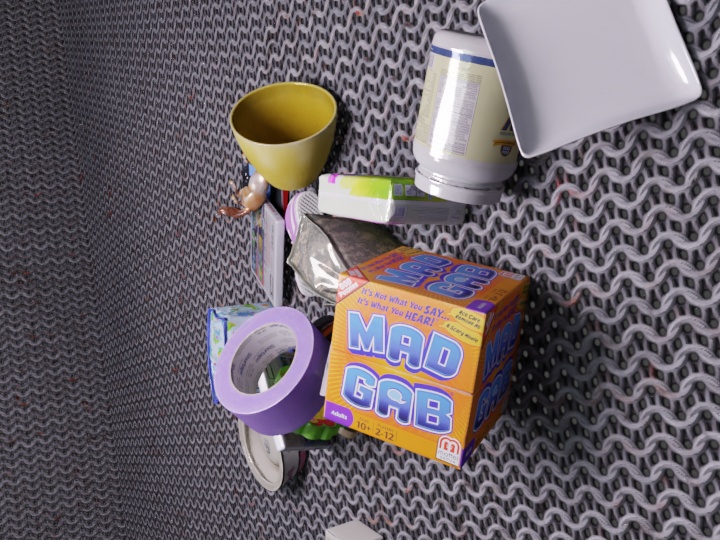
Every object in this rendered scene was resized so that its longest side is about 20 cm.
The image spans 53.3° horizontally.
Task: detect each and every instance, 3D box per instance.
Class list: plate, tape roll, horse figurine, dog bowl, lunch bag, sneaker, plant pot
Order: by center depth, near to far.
[{"bbox_3d":[0.251,-0.245,0.807,0.196,0.032,0.204,-18,76,15],"label":"plate"},{"bbox_3d":[0.000,0.000,1.173,0.200,0.162,0.119,45,124,44],"label":"lunch bag"},{"bbox_3d":[-0.143,0.168,1.212,0.197,0.085,0.202,-19,46,21],"label":"tape roll"},{"bbox_3d":[-0.135,-0.239,1.350,0.201,0.198,0.143,51,158,39],"label":"plant pot"},{"bbox_3d":[-0.109,-0.052,1.426,0.114,0.071,0.205,-177,86,-66],"label":"sneaker"},{"bbox_3d":[-0.225,-0.187,1.506,0.132,0.050,0.202,36,99,45],"label":"horse figurine"},{"bbox_3d":[-0.237,0.181,1.545,0.127,0.167,0.204,25,114,55],"label":"lunch bag"},{"bbox_3d":[-0.191,0.372,1.569,0.199,0.073,0.204,24,121,49],"label":"dog bowl"}]

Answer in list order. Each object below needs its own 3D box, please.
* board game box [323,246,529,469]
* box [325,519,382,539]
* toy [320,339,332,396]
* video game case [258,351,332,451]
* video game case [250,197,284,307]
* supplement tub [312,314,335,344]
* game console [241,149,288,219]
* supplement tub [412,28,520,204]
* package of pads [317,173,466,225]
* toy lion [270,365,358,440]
[{"bbox_3d":[0.091,0.102,0.959,0.197,0.199,0.204,15,108,25],"label":"board game box"},{"bbox_3d":[-0.011,0.586,1.341,0.094,0.077,0.204,12,104,55],"label":"box"},{"bbox_3d":[0.006,0.145,1.155,0.202,0.113,0.048,-79,-6,-49],"label":"toy"},{"bbox_3d":[-0.134,0.253,1.406,0.023,0.181,0.203,-27,68,19],"label":"video game case"},{"bbox_3d":[-0.203,-0.052,1.553,0.182,0.023,0.203,-132,40,-52],"label":"video game case"},{"bbox_3d":[-0.019,0.159,1.273,0.200,0.105,0.109,40,126,46],"label":"supplement tub"},{"bbox_3d":[-0.214,-0.205,1.584,0.199,0.031,0.180,23,113,53],"label":"game console"},{"bbox_3d":[0.148,-0.202,0.944,0.145,0.143,0.204,35,122,48],"label":"supplement tub"},{"bbox_3d":[0.048,-0.109,1.097,0.199,0.152,0.070,17,105,55],"label":"package of pads"},{"bbox_3d":[-0.095,0.238,1.314,0.200,0.190,0.070,41,112,46],"label":"toy lion"}]
